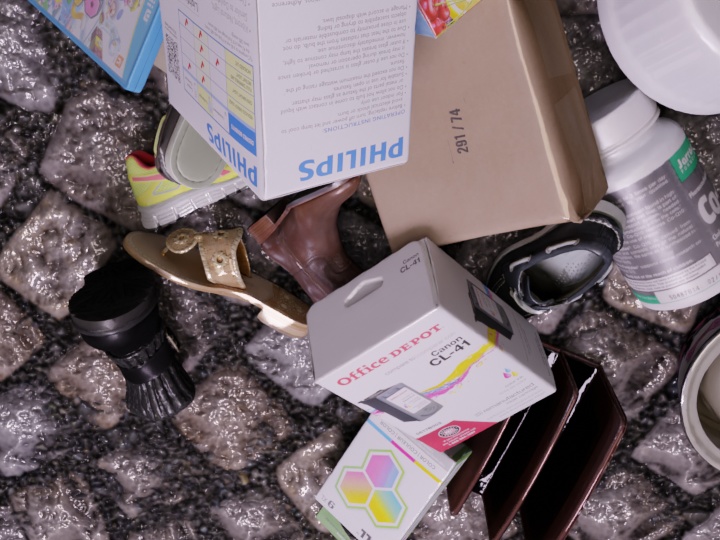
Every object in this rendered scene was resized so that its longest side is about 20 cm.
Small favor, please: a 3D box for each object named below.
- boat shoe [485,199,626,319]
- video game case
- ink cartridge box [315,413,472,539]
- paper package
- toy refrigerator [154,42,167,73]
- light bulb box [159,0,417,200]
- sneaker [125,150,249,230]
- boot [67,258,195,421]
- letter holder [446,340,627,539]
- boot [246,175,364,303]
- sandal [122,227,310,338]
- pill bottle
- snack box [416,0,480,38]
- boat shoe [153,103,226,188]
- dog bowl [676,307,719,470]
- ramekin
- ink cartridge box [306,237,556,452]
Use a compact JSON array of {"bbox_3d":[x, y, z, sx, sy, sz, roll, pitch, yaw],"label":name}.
[{"bbox_3d":[0.173,0.006,0.805,0.075,0.060,0.200,28,145,-4],"label":"boat shoe"},{"bbox_3d":[-0.219,-0.263,0.731,0.200,0.018,0.143,41,111,32],"label":"video game case"},{"bbox_3d":[0.021,0.243,0.924,0.104,0.059,0.200,39,109,19],"label":"ink cartridge box"},{"bbox_3d":[0.093,-0.130,0.738,0.190,0.103,0.201,-11,102,36],"label":"paper package"},{"bbox_3d":[-0.131,-0.275,0.732,0.070,0.076,0.200,36,113,0],"label":"toy refrigerator"},{"bbox_3d":[-0.060,-0.191,0.611,0.124,0.198,0.201,-17,128,-25],"label":"light bulb box"},{"bbox_3d":[-0.143,-0.115,0.818,0.199,0.078,0.091,-23,103,9],"label":"sneaker"},{"bbox_3d":[-0.217,0.081,0.826,0.079,0.211,0.159,-16,104,-8],"label":"boot"},{"bbox_3d":[0.176,0.193,0.877,0.100,0.142,0.201,22,109,-5],"label":"letter holder"},{"bbox_3d":[0.000,0.000,0.825,0.200,0.064,0.186,50,147,-11],"label":"boot"},{"bbox_3d":[-0.127,-0.010,0.854,0.211,0.078,0.070,29,113,-16],"label":"sandal"},{"bbox_3d":[0.269,-0.071,0.796,0.113,0.113,0.200,-32,106,13],"label":"pill bottle"},{"bbox_3d":[0.082,-0.277,0.669,0.200,0.169,0.068,-40,120,-7],"label":"snack box"},{"bbox_3d":[-0.126,-0.170,0.760,0.072,0.060,0.202,33,81,-37],"label":"boat shoe"},{"bbox_3d":[0.423,0.115,0.877,0.199,0.074,0.201,1,110,3],"label":"dog bowl"},{"bbox_3d":[0.310,-0.239,0.703,0.199,0.098,0.201,0,90,-14],"label":"ramekin"},{"bbox_3d":[0.067,0.078,0.792,0.147,0.086,0.200,-34,135,25],"label":"ink cartridge box"}]
